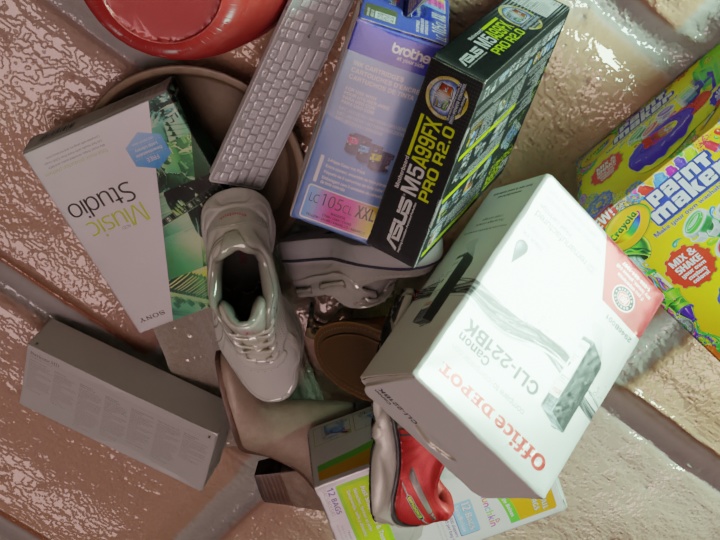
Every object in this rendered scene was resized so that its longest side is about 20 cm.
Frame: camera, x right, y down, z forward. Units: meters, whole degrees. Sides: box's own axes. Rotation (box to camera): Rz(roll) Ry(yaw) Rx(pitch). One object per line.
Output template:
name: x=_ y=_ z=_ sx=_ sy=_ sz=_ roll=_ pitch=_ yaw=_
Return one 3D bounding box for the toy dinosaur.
toy dinosaur: x=0.001 y=0.051 z=1.210 sx=0.100 sy=0.058 sz=0.201 roll=9 pitch=124 yaw=-1

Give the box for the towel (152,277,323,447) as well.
towel: x=-0.117 y=0.080 z=1.257 sx=0.132 sy=0.035 sz=0.201 roll=-10 pitch=120 yaw=11

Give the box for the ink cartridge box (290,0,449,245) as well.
ink cartridge box: x=0.013 y=-0.141 z=1.026 sx=0.076 sy=0.137 sz=0.201 roll=17 pitch=116 yaw=-4

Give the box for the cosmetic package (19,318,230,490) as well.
cosmetic package: x=-0.222 y=0.126 z=1.262 sx=0.199 sy=0.051 sz=0.083 roll=25 pitch=130 yaw=6

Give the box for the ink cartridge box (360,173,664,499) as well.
ink cartridge box: x=0.117 y=0.052 z=1.003 sx=0.144 sy=0.200 sz=0.084 roll=43 pitch=157 yaw=-16

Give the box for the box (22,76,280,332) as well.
box: x=-0.176 y=-0.051 z=1.141 sx=0.144 sy=0.036 sz=0.201 roll=-20 pitch=120 yaw=17

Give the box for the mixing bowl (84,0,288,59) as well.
mixing bowl: x=-0.141 y=-0.239 z=1.007 sx=0.199 sy=0.109 sz=0.201 roll=3 pitch=122 yaw=4

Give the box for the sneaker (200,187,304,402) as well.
sneaker: x=-0.096 y=0.039 z=1.110 sx=0.077 sy=0.100 sz=0.201 roll=-11 pitch=120 yaw=5

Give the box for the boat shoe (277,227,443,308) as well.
boat shoe: x=0.000 y=0.000 z=1.092 sx=0.199 sy=0.072 sz=0.066 roll=0 pitch=106 yaw=50

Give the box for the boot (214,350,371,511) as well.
boot: x=-0.039 y=0.144 z=1.231 sx=0.145 sy=0.070 sz=0.201 roll=-11 pitch=125 yaw=10

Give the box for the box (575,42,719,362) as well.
box: x=0.310 y=-0.061 z=1.063 sx=0.192 sy=0.122 sz=0.200 roll=40 pitch=119 yaw=-17

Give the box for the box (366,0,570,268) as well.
box: x=0.084 y=-0.113 z=1.007 sx=0.044 sy=0.200 sz=0.161 roll=28 pitch=125 yaw=12

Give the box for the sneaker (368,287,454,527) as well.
sneaker: x=0.051 y=0.109 z=1.062 sx=0.084 sy=0.077 sz=0.202 roll=2 pitch=107 yaw=3

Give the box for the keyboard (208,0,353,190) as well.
keyboard: x=-0.061 y=-0.153 z=1.072 sx=0.056 sy=0.011 sz=0.201 roll=10 pitch=119 yaw=-36

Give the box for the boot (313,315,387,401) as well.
boot: x=0.073 y=0.053 z=1.156 sx=0.199 sy=0.155 sz=0.074 roll=1 pitch=111 yaw=34

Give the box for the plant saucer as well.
plant saucer: x=-0.143 y=-0.090 z=1.151 sx=0.198 sy=0.030 sz=0.201 roll=3 pitch=124 yaw=5

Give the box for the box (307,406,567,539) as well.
box: x=0.065 y=0.174 z=1.167 sx=0.199 sy=0.101 sz=0.113 roll=-20 pitch=113 yaw=2
